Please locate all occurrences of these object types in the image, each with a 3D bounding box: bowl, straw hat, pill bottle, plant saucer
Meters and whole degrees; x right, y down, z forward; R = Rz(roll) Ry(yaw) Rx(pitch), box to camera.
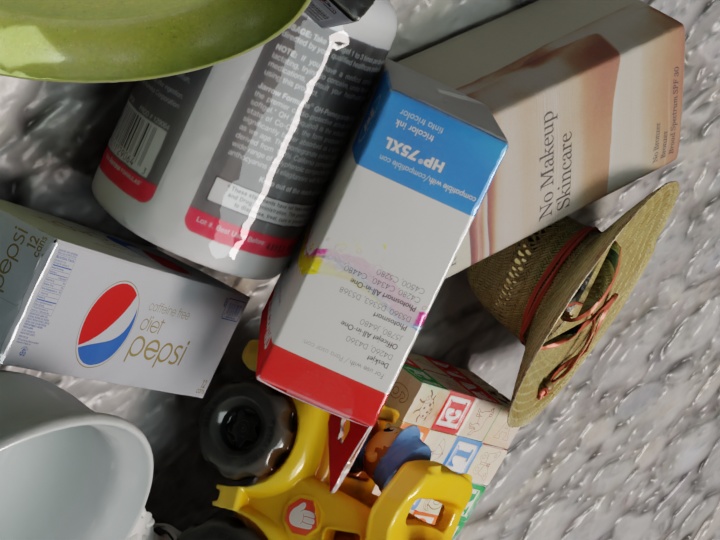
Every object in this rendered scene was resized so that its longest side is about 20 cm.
[{"bbox_3d":[-0.200,0.112,0.778,0.201,0.090,0.201,-35,154,-20],"label":"bowl"},{"bbox_3d":[0.116,0.003,1.102,0.201,0.085,0.201,-48,163,-20],"label":"straw hat"},{"bbox_3d":[-0.049,-0.106,0.867,0.111,0.111,0.200,14,107,-46],"label":"pill bottle"},{"bbox_3d":[-0.118,-0.134,0.721,0.200,0.200,0.031,16,64,-46],"label":"plant saucer"}]

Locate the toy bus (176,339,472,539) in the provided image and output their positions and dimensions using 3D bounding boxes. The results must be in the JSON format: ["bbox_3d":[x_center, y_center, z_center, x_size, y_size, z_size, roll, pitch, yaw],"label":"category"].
[{"bbox_3d":[0.002,0.153,0.991,0.136,0.191,0.201,27,72,-61],"label":"toy bus"}]

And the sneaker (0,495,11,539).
[{"bbox_3d":[-0.221,0.151,0.879,0.200,0.075,0.089,-33,106,-8],"label":"sneaker"}]

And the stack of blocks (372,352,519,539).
[{"bbox_3d":[0.012,0.156,1.133,0.115,0.059,0.200,20,102,-47],"label":"stack of blocks"}]

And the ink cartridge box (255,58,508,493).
[{"bbox_3d":[0.000,0.000,0.883,0.067,0.116,0.200,24,102,-7],"label":"ink cartridge box"}]

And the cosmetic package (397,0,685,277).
[{"bbox_3d":[0.094,-0.087,1.025,0.200,0.087,0.104,-27,133,-26],"label":"cosmetic package"}]

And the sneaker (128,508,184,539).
[{"bbox_3d":[-0.138,0.154,1.004,0.115,0.076,0.201,-28,136,-43],"label":"sneaker"}]

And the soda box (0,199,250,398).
[{"bbox_3d":[-0.135,0.015,0.854,0.064,0.068,0.200,-64,156,1],"label":"soda box"}]

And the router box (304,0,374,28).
[{"bbox_3d":[-0.033,-0.233,0.766,0.200,0.052,0.157,41,80,-18],"label":"router box"}]
